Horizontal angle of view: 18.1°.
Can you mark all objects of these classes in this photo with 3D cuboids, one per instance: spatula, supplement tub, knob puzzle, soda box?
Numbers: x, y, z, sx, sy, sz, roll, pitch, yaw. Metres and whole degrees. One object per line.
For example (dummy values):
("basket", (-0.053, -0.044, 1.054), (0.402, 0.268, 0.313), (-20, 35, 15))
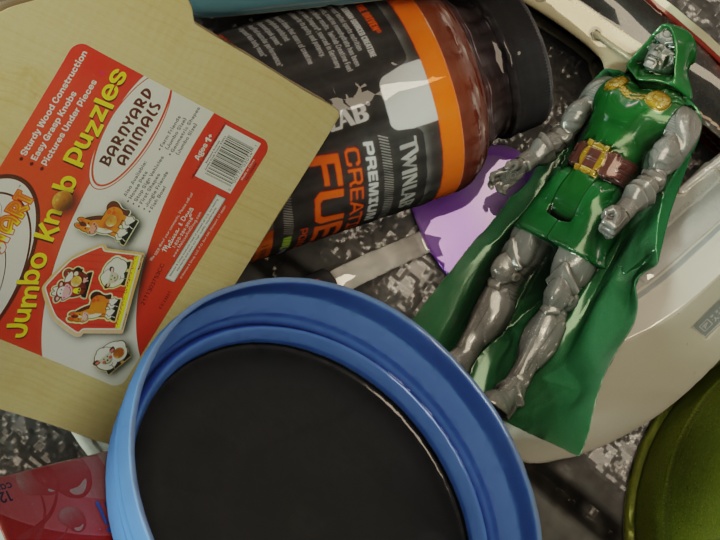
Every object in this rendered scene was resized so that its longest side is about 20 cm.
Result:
("spatula", (0.000, 0.000, 1.075), (0.200, 0.021, 0.057), (-26, 85, -16))
("supplement tub", (-0.014, -0.071, 1.041), (0.200, 0.107, 0.107), (-20, 85, -16))
("knob puzzle", (-0.130, -0.034, 0.922), (0.219, 0.030, 0.220), (-15, 123, -25))
("soda box", (-0.081, 0.111, 0.965), (0.200, 0.070, 0.064), (-10, 66, -40))

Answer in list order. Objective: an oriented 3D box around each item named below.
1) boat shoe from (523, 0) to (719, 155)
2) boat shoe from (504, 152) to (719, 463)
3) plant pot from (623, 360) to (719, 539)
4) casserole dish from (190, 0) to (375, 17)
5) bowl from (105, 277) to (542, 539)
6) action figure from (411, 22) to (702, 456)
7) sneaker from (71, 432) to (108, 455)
("boat shoe", (0.131, -0.105, 1.101), (0.200, 0.071, 0.063), (45, 84, -6))
("boat shoe", (0.138, 0.008, 1.071), (0.200, 0.069, 0.072), (-46, 135, 13))
("plant pot", (0.245, 0.113, 1.023), (0.200, 0.193, 0.201), (2, 79, -12))
("casserole dish", (-0.011, -0.153, 1.043), (0.199, 0.121, 0.039), (-6, 114, 9))
("bowl", (-0.016, 0.099, 0.944), (0.200, 0.039, 0.201), (19, 52, -26))
("action figure", (0.100, -0.027, 1.042), (0.118, 0.055, 0.200), (25, 81, 33))
("sneaker", (-0.131, 0.002, 1.023), (0.071, 0.099, 0.200), (-29, 118, -15))
